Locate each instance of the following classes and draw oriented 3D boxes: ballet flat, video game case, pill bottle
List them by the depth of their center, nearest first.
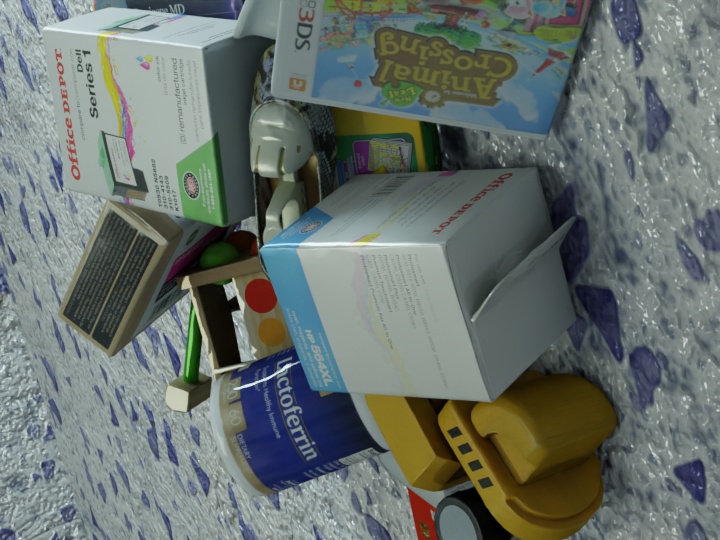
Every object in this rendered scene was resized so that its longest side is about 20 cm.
[{"bbox_3d":[0.046,-0.166,0.997,0.183,0.197,0.022,102,176,-52],"label":"video game case"},{"bbox_3d":[-0.054,-0.070,1.174,0.072,0.071,0.203,37,138,52],"label":"ballet flat"},{"bbox_3d":[-0.023,0.114,1.339,0.116,0.198,0.116,55,-159,-34],"label":"pill bottle"}]

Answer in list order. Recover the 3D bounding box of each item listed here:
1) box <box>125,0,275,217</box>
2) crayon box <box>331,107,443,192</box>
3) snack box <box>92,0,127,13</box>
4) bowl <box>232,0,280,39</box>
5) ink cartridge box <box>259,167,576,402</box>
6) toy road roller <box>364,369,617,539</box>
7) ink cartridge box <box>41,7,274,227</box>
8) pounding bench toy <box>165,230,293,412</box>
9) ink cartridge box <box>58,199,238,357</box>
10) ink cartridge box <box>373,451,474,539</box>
[{"bbox_3d":[-0.101,-0.155,1.320,0.147,0.104,0.203,2,110,41],"label":"box"},{"bbox_3d":[0.003,-0.086,1.225,0.058,0.117,0.202,-63,-32,-59],"label":"crayon box"},{"bbox_3d":[-0.233,-0.334,1.542,0.169,0.067,0.202,109,163,-57],"label":"snack box"},{"bbox_3d":[-0.017,-0.248,1.128,0.201,0.089,0.203,-156,90,-83],"label":"bowl"},{"bbox_3d":[0.053,0.009,1.112,0.198,0.128,0.127,1,118,41],"label":"ink cartridge box"},{"bbox_3d":[0.109,0.114,1.167,0.201,0.122,0.147,59,141,24],"label":"toy road roller"},{"bbox_3d":[-0.161,-0.129,1.251,0.198,0.084,0.147,13,118,39],"label":"ink cartridge box"},{"bbox_3d":[-0.118,0.045,1.480,0.124,0.198,0.158,-38,-67,-67],"label":"pounding bench toy"},{"bbox_3d":[-0.185,-0.035,1.464,0.075,0.200,0.165,37,129,6],"label":"ink cartridge box"},{"bbox_3d":[0.060,0.205,1.441,0.162,0.056,0.203,27,128,59],"label":"ink cartridge box"}]
